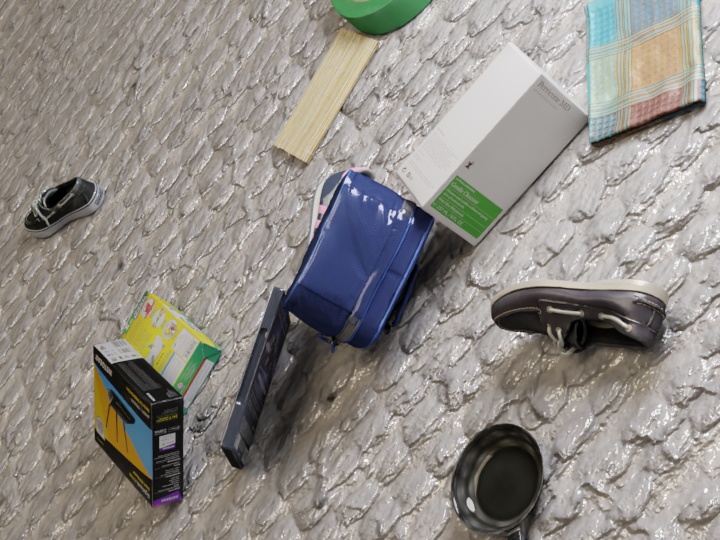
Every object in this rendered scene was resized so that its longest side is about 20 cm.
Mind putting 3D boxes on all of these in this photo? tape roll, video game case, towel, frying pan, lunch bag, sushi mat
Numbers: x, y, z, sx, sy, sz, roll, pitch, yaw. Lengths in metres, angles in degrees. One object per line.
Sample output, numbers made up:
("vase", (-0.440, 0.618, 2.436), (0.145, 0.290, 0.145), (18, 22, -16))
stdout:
("tape roll", (0.044, -0.429, 1.836), (0.200, 0.048, 0.202), (-26, 49, 34))
("video game case", (-0.126, 0.134, 1.600), (0.019, 0.143, 0.202), (15, 73, 5))
("towel", (0.312, -0.245, 1.452), (0.146, 0.022, 0.202), (-21, 52, 38))
("frying pan", (0.158, 0.231, 1.298), (0.115, 0.031, 0.190), (-51, 43, 9))
("lunch bag", (0.000, 0.000, 1.524), (0.201, 0.131, 0.136), (-65, 4, -5))
("sushi mat", (-0.049, -0.249, 1.847), (0.095, 0.012, 0.201), (29, 88, 52))

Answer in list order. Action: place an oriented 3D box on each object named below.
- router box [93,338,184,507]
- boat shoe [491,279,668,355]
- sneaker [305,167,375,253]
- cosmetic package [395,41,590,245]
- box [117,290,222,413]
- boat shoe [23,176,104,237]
("router box", (-0.294, 0.198, 1.730), (0.200, 0.051, 0.151), (32, 125, 52))
("boat shoe", (0.211, 0.051, 1.317), (0.199, 0.073, 0.063), (-5, 61, 40))
("sneaker", (-0.019, -0.045, 1.635), (0.082, 0.070, 0.202), (-28, 49, 36))
("cosmetic package", (0.150, -0.143, 1.492), (0.200, 0.107, 0.085), (-48, 40, 14))
("box", (-0.279, 0.114, 1.830), (0.200, 0.048, 0.118), (35, 93, 49))
("boat shoe", (-0.518, -0.111, 2.213), (0.198, 0.068, 0.074), (-13, 56, 42))
